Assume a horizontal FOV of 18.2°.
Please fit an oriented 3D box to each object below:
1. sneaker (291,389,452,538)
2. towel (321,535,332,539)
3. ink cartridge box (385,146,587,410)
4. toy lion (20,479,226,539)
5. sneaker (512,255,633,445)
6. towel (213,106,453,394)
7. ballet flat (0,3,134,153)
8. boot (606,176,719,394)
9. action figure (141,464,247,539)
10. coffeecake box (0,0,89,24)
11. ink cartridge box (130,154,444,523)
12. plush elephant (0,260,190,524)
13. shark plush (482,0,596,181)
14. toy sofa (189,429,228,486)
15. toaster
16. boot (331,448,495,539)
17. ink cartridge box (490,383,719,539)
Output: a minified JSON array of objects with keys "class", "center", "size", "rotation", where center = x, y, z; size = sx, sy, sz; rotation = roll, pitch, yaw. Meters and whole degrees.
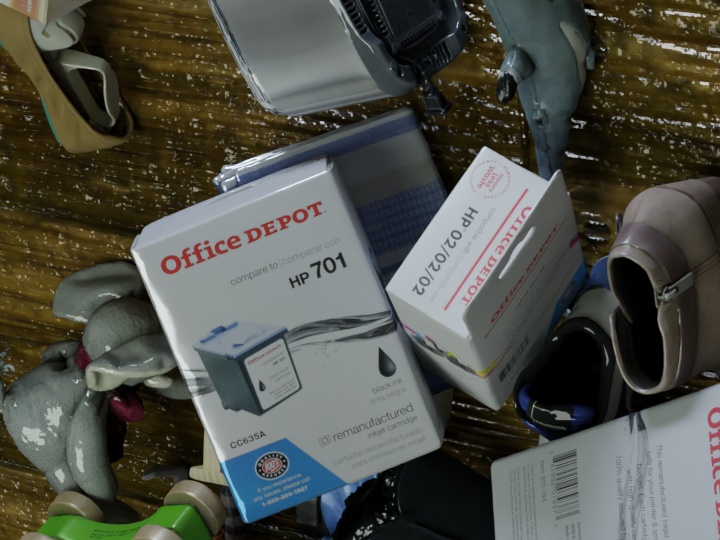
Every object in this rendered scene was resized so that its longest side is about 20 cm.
[{"class":"sneaker","center":[-0.001,0.132,1.661],"size":[0.111,0.077,0.200],"rotation":[21,133,13]},{"class":"towel","center":[0.056,0.278,1.694],"size":[0.199,0.024,0.147],"rotation":[16,129,5]},{"class":"ink cartridge box","center":[0.082,0.001,1.438],"size":[0.068,0.115,0.200],"rotation":[31,168,18]},{"class":"toy lion","center":[-0.136,0.252,1.671],"size":[0.199,0.069,0.192],"rotation":[-8,121,38]},{"class":"sneaker","center":[0.142,0.094,1.513],"size":[0.080,0.115,0.200],"rotation":[24,127,24]},{"class":"towel","center":[0.000,0.000,1.552],"size":[0.146,0.024,0.201],"rotation":[-20,99,-1]},{"class":"ballet flat","center":[-0.217,-0.164,1.637],"size":[0.063,0.069,0.200],"rotation":[3,144,23]},{"class":"boot","center":[0.210,0.038,1.411],"size":[0.070,0.146,0.201],"rotation":[-10,109,37]},{"class":"action figure","center":[-0.091,0.252,1.783],"size":[0.200,0.104,0.194],"rotation":[9,128,59]},{"class":"coffeecake box","center":[-0.246,-0.263,1.563],"size":[0.199,0.153,0.073],"rotation":[27,127,20]},{"class":"ink cartridge box","center":[-0.048,0.044,1.493],"size":[0.146,0.086,0.201],"rotation":[-22,100,4]},{"class":"plush elephant","center":[-0.193,0.085,1.738],"size":[0.155,0.165,0.200],"rotation":[-32,130,9]},{"class":"shark plush","center":[0.101,-0.135,1.434],"size":[0.091,0.083,0.201],"rotation":[17,124,27]},{"class":"toy sofa","center":[-0.061,0.058,1.612],"size":[0.097,0.083,0.201],"rotation":[7,98,43]},{"class":"toaster","center":[-0.020,-0.183,1.477],"size":[0.129,0.114,0.201],"rotation":[-11,110,43]},{"class":"boot","center":[0.050,0.227,1.584],"size":[0.168,0.076,0.201],"rotation":[23,92,-19]},{"class":"ink cartridge box","center":[0.184,0.168,1.394],"size":[0.200,0.083,0.146],"rotation":[-23,57,38]}]
